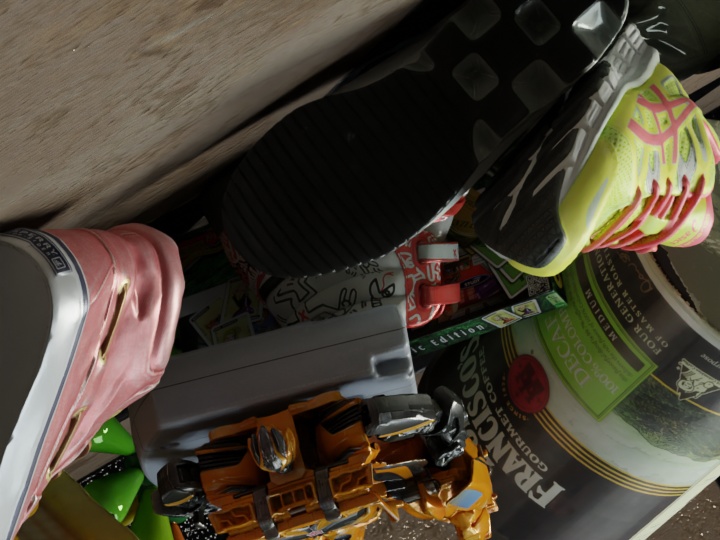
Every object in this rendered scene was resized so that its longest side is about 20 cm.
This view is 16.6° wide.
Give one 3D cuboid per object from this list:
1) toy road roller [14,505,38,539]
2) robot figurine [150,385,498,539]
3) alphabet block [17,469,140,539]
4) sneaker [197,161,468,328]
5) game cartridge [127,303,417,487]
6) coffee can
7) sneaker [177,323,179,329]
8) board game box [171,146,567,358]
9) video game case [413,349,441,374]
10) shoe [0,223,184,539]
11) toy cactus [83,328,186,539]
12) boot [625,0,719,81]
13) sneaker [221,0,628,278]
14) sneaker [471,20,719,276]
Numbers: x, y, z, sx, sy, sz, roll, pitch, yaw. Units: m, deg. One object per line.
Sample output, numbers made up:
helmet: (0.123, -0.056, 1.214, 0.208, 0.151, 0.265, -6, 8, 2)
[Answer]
toy road roller: (-0.169, 0.101, 1.071, 0.200, 0.146, 0.123, -31, 177, -11)
robot figurine: (-0.007, 0.098, 1.109, 0.145, 0.058, 0.200, -19, 165, 13)
alphabet block: (-0.196, 0.222, 1.228, 0.195, 0.200, 0.196, -32, -144, -22)
sneaker: (0.033, -0.040, 1.143, 0.201, 0.108, 0.067, -32, 177, 9)
game cartridge: (-0.039, 0.065, 1.142, 0.133, 0.042, 0.200, -10, 165, 0)
coffee can: (0.139, 0.041, 1.226, 0.146, 0.146, 0.200, -28, 165, -46)
sneaker: (-0.048, -0.002, 1.423, 0.200, 0.067, 0.091, -27, 167, -43)
board game box: (0.000, 0.000, 1.209, 0.199, 0.105, 0.023, -20, 147, 20)
video game case: (0.071, 0.024, 1.426, 0.200, 0.026, 0.181, -26, 180, 21)
shoe: (-0.137, 0.069, 0.982, 0.091, 0.071, 0.200, -10, 131, -56)
toy cactus: (-0.105, 0.089, 1.337, 0.165, 0.102, 0.201, -41, 143, -43)
boot: (0.135, -0.120, 1.176, 0.130, 0.068, 0.200, -24, 166, -14)
sneaker: (0.032, -0.065, 1.057, 0.200, 0.074, 0.089, -35, 179, 7)
sneaker: (0.115, -0.041, 1.060, 0.078, 0.090, 0.200, -44, -176, 31)
